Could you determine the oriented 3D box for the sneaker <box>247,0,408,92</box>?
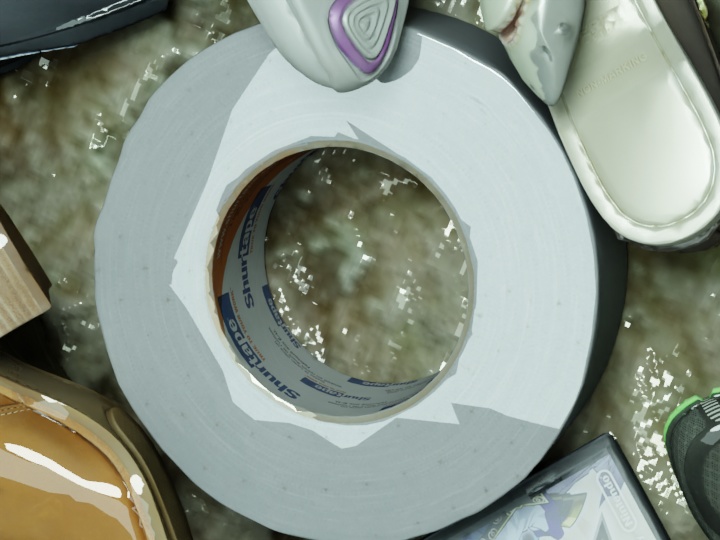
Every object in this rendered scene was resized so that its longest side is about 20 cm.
[{"bbox_3d":[-0.047,-0.150,0.759,0.099,0.075,0.201,-33,78,44],"label":"sneaker"}]

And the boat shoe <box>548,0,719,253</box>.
[{"bbox_3d":[0.088,-0.100,0.761,0.071,0.059,0.202,-25,75,17],"label":"boat shoe"}]

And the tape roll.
[{"bbox_3d":[0.000,0.000,0.805,0.198,0.066,0.202,3,100,15],"label":"tape roll"}]

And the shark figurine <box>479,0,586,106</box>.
[{"bbox_3d":[0.080,-0.179,0.691,0.089,0.129,0.216,-6,133,-18],"label":"shark figurine"}]

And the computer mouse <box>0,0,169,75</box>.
[{"bbox_3d":[-0.122,-0.154,0.826,0.198,0.046,0.142,-10,96,18],"label":"computer mouse"}]

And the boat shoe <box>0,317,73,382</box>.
[{"bbox_3d":[-0.162,0.039,0.857,0.063,0.073,0.202,-28,97,14],"label":"boat shoe"}]

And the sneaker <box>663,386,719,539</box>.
[{"bbox_3d":[0.177,0.131,0.764,0.076,0.084,0.201,-31,89,18],"label":"sneaker"}]

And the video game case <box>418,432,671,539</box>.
[{"bbox_3d":[0.063,0.192,0.785,0.180,0.025,0.201,-30,69,7],"label":"video game case"}]

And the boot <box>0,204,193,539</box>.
[{"bbox_3d":[-0.157,0.090,0.784,0.154,0.077,0.201,-31,102,0],"label":"boot"}]
